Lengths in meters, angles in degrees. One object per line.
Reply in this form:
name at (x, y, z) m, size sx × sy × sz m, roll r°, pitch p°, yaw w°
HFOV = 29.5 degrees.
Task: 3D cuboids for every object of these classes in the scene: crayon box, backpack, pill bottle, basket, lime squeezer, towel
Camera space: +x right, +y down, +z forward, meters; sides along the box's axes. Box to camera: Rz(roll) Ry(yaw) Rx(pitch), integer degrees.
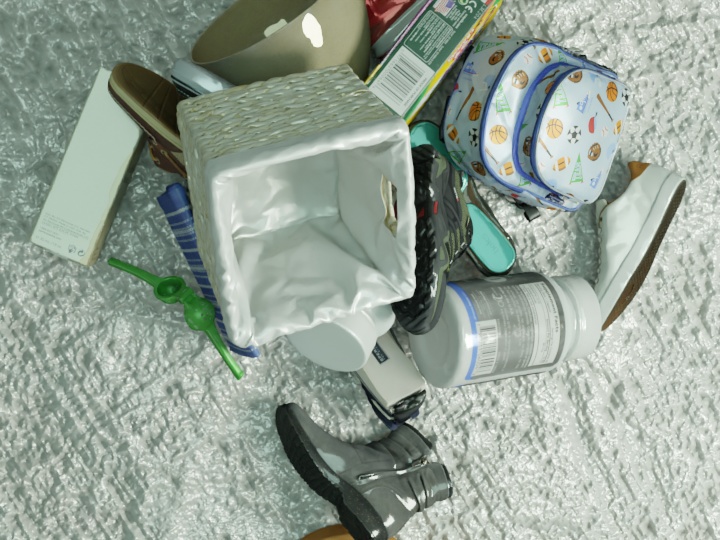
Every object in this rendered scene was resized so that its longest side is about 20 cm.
crayon box at (0.079, -0.239, 1.476) m, size 0.058 × 0.173 × 0.201 m, roll 38°, pitch 85°, yaw 3°
backpack at (0.187, -0.162, 1.489) m, size 0.188 × 0.153 × 0.203 m, roll 15°, pitch 90°, yaw -33°
pill bottle at (0.162, 0.062, 1.511) m, size 0.197 × 0.113 × 0.116 m, roll -6°, pitch 94°, yaw -30°
basket at (-0.065, -0.068, 1.316) m, size 0.197 × 0.161 × 0.201 m, roll -16°, pitch 127°, yaw -16°
lime squeezer at (-0.196, 0.037, 1.501) m, size 0.199 × 0.071 × 0.038 m, roll 40°, pitch 75°, yaw 3°
towel at (-0.164, -0.001, 1.481) m, size 0.024 × 0.145 × 0.202 m, roll -27°, pitch 96°, yaw -12°
pill bottle at (0.000, 0.000, 1.473) m, size 0.113 × 0.114 × 0.202 m, roll 31°, pitch 58°, yaw -7°

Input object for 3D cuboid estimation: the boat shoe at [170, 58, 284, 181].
boat shoe at (-0.118, -0.136, 1.383) m, size 0.199 × 0.072 × 0.071 m, roll 35°, pitch 96°, yaw -27°

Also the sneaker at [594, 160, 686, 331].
sneaker at (0.298, -0.031, 1.583) m, size 0.084 × 0.073 × 0.202 m, roll 28°, pitch 96°, yaw 23°

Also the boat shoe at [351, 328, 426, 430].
boat shoe at (0.004, 0.090, 1.544) m, size 0.074 × 0.093 × 0.201 m, roll -24°, pitch 65°, yaw -13°

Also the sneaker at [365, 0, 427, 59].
sneaker at (0.048, -0.347, 1.523) m, size 0.115 × 0.078 × 0.201 m, roll 40°, pitch 87°, yaw -8°

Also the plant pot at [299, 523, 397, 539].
plant pot at (-0.008, 0.396, 1.519) m, size 0.197 × 0.140 × 0.204 m, roll 0°, pitch 92°, yaw -7°

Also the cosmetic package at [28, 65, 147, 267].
cosmetic package at (-0.285, -0.111, 1.481) m, size 0.072 × 0.104 × 0.202 m, roll 23°, pitch 91°, yaw -7°

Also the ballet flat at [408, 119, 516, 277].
ballet flat at (0.104, -0.077, 1.545) m, size 0.067 × 0.068 × 0.202 m, roll -31°, pitch 95°, yaw -6°

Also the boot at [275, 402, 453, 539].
boot at (0.003, 0.209, 1.551) m, size 0.131 × 0.070 × 0.201 m, roll -33°, pitch 77°, yaw -26°

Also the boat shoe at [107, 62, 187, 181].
boat shoe at (-0.192, -0.130, 1.419) m, size 0.199 × 0.073 × 0.072 m, roll 39°, pitch 123°, yaw -24°

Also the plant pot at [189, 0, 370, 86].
plant pot at (-0.065, -0.229, 1.470) m, size 0.199 × 0.200 × 0.135 m, roll -37°, pitch 116°, yaw -4°

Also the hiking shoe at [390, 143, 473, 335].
hiking shoe at (0.085, -0.027, 1.431) m, size 0.100 × 0.075 × 0.203 m, roll 20°, pitch 68°, yaw -42°
